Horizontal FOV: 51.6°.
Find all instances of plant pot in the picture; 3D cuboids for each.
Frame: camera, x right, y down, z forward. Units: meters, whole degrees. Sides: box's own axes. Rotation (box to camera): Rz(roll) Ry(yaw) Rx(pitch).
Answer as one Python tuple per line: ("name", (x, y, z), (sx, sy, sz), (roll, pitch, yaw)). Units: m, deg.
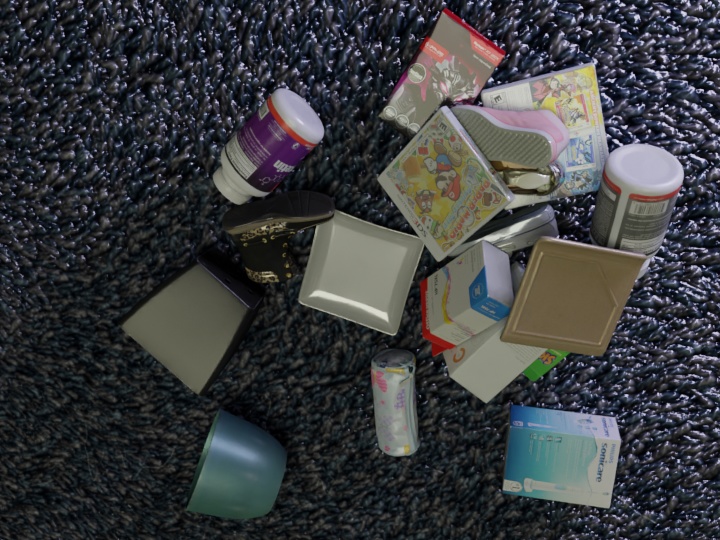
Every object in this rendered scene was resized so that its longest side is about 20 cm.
("plant pot", (-0.239, 0.398, 1.480), (0.159, 0.201, 0.203), (20, 113, -9))
("plant pot", (-0.289, 0.074, 1.376), (0.199, 0.200, 0.178), (41, 102, -5))

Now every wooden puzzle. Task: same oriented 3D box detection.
("wooden puzzle", (0.331, 0.042, 1.173), (0.182, 0.037, 0.202), (9, 120, -12))

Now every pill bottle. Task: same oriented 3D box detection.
("pill bottle", (0.425, -0.086, 1.170), (0.114, 0.117, 0.202), (7, 136, 9))
("pill bottle", (-0.163, -0.207, 1.281), (0.112, 0.113, 0.200), (45, 113, -7))

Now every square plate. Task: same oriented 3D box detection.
("square plate", (0.000, 0.000, 1.368), (0.197, 0.028, 0.201), (18, 112, 5))

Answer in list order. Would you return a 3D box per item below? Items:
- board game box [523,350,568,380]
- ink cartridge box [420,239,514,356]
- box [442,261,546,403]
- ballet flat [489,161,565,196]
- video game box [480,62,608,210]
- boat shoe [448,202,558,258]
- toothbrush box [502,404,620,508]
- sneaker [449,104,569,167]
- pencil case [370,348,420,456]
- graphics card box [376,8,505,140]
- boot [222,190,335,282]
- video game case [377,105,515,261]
("board game box", (0.350, 0.105, 1.332), (0.095, 0.030, 0.200), (43, 110, -5))
("ink cartridge box", (0.165, 0.053, 1.270), (0.067, 0.118, 0.199), (24, 138, -29))
("box", (0.244, 0.106, 1.286), (0.097, 0.125, 0.200), (36, 111, -21))
("ballet flat", (0.227, -0.154, 1.195), (0.197, 0.072, 0.073), (4, 111, 14))
("video game box", (0.305, -0.216, 1.214), (0.179, 0.047, 0.203), (-9, 108, 18))
("boat shoe", (0.241, -0.049, 1.272), (0.198, 0.074, 0.067), (-19, 112, 23))
("toothbrush box", (0.369, 0.344, 1.383), (0.197, 0.085, 0.149), (5, 110, 11))
("sneaker", (0.235, -0.218, 1.173), (0.199, 0.104, 0.076), (24, 127, 33))
("pencil case", (0.070, 0.250, 1.413), (0.090, 0.083, 0.203), (10, 114, 32))
("graphics card box", (0.130, -0.304, 1.217), (0.125, 0.051, 0.201), (34, 114, -3))
("boot", (-0.135, -0.057, 1.333), (0.197, 0.074, 0.152), (-12, 135, -2))
("video game case", (0.133, -0.136, 1.219), (0.183, 0.023, 0.200), (54, 138, 6))
